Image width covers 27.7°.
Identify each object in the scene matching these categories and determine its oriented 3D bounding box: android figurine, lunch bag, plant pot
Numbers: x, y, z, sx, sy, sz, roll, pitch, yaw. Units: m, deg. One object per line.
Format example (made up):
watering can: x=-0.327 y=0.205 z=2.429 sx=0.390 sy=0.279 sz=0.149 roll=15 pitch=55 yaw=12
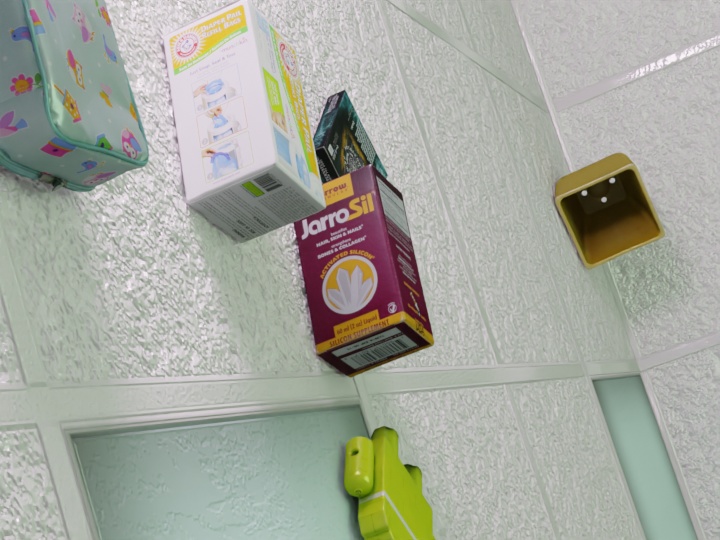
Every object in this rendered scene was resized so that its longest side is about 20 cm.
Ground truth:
android figurine: x=0.036 y=0.263 z=1.543 sx=0.183 sy=0.041 sz=0.201 roll=58 pitch=20 yaw=-32
lunch bag: x=-0.242 y=-0.159 z=1.137 sx=0.160 sy=0.077 sz=0.202 roll=21 pitch=50 yaw=-69
plant pot: x=0.556 y=-0.158 z=3.328 sx=0.195 sy=0.194 sz=0.200 roll=62 pitch=12 yaw=-21

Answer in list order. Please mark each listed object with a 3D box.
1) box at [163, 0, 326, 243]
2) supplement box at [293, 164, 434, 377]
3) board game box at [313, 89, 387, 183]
box: x=-0.116 y=-0.149 z=1.455 sx=0.112 sy=0.101 sz=0.201 roll=39 pitch=35 yaw=-57
supplement box: x=0.000 y=0.000 z=1.617 sx=0.086 sy=0.110 sz=0.201 roll=40 pitch=33 yaw=-56
board game box: x=-0.014 y=-0.133 z=1.860 sx=0.136 sy=0.028 sz=0.200 roll=63 pitch=18 yaw=-21
